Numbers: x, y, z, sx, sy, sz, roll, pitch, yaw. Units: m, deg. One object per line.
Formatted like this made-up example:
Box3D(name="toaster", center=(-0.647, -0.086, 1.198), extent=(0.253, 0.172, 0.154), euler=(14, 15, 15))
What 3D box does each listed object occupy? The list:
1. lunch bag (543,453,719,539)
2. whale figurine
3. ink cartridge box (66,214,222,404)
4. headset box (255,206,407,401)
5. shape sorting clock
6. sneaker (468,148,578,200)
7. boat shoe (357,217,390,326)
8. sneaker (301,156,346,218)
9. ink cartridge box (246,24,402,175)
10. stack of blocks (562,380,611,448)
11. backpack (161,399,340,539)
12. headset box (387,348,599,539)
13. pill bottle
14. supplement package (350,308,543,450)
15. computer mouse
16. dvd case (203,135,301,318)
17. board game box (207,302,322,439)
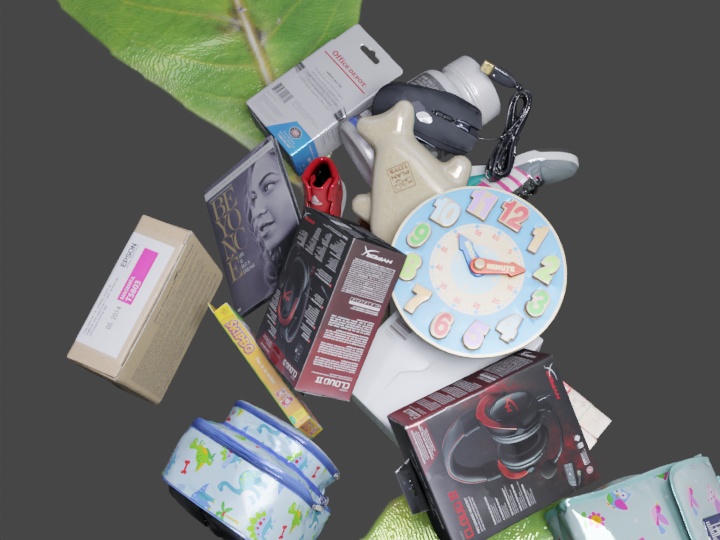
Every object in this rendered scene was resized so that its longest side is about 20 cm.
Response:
Box3D(name="lunch bag", center=(0.333, 0.310, 0.942), extent=(0.199, 0.122, 0.171), euler=(-15, 66, -8))
Box3D(name="whale figurine", center=(0.065, -0.106, 1.060), extent=(0.159, 0.104, 0.200), euler=(-22, 89, 17))
Box3D(name="ink cartridge box", center=(-0.265, 0.054, 1.079), extent=(0.075, 0.165, 0.200), euler=(21, 73, 13))
Box3D(name="headset box", center=(-0.043, 0.044, 0.981), extent=(0.075, 0.149, 0.200), euler=(17, 99, -29))
Box3D(name="shape sorting clock", center=(0.130, -0.002, 0.952), extent=(0.199, 0.039, 0.201), euler=(0, 70, 0))
Box3D(name="sneaker", center=(0.198, -0.086, 1.118), extent=(0.199, 0.084, 0.121), euler=(-12, 67, 5))
Box3D(name="boat shoe", center=(0.005, -0.001, 1.103), extent=(0.075, 0.075, 0.203), euler=(-14, 63, 41))
Box3D(name="sneaker", center=(-0.061, -0.056, 1.121), extent=(0.078, 0.116, 0.201), euler=(-3, 70, 5))
Box3D(name="ink cartridge box", center=(-0.046, -0.244, 1.213), extent=(0.200, 0.068, 0.116), euler=(-37, 70, -7))
Box3D(name="stack of blocks", center=(0.190, 0.222, 1.021), extent=(0.115, 0.059, 0.200), euler=(40, 79, 18))
Box3D(name="backpack", center=(-0.125, 0.238, 0.976), extent=(0.183, 0.200, 0.147), euler=(28, 76, 16))
Box3D(name="headset box", center=(0.133, 0.194, 0.918), extent=(0.200, 0.075, 0.149), euler=(-23, 95, -13))
Box3D(name="pill bottle", center=(0.082, -0.200, 1.158), extent=(0.200, 0.114, 0.114), euler=(-32, 70, -5))
Box3D(name="supplement package", center=(0.095, 0.119, 1.041), extent=(0.200, 0.111, 0.156), euler=(-44, 71, -11))
Box3D(name="computer mouse", center=(0.123, -0.213, 1.081), extent=(0.200, 0.046, 0.141), euler=(25, 85, 0))
Box3D(name="dvd case", center=(-0.140, -0.058, 1.141), extent=(0.149, 0.016, 0.200), euler=(-33, 64, 33))
Box3D(name="board game box", center=(-0.121, 0.121, 1.074), extent=(0.030, 0.096, 0.200), euler=(-39, 71, -7))
